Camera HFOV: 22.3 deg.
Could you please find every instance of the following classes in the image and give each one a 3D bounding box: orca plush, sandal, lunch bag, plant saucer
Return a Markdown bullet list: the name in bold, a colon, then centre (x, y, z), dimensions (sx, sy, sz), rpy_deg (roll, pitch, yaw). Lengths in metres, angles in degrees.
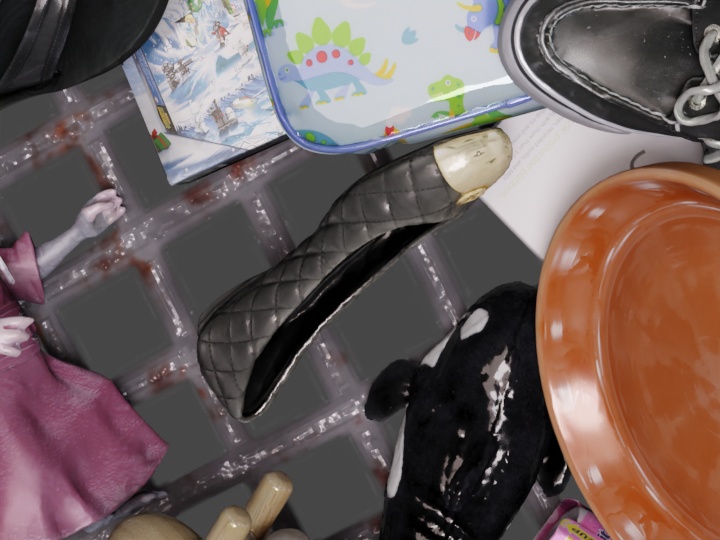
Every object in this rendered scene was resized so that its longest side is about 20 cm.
- **orca plush**: centre (0.033, 0.100, 0.868), dimensions (0.105, 0.071, 0.200), rpy_deg (41, 99, 4)
- **sandal**: centre (-0.169, -0.113, 0.870), dimensions (0.199, 0.048, 0.076), rpy_deg (-28, 88, 27)
- **lunch bag**: centre (0.045, -0.145, 0.805), dimensions (0.198, 0.082, 0.163), rpy_deg (-15, 92, 7)
- **plant saucer**: centre (0.149, 0.052, 0.779), dimensions (0.032, 0.200, 0.202), rpy_deg (-18, 91, -31)

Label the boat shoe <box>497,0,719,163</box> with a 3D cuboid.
- **boat shoe**: centre (0.154, -0.077, 0.729), dimensions (0.197, 0.068, 0.074), rpy_deg (18, 95, -2)

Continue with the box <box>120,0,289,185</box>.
- **box**: centre (-0.026, -0.143, 0.878), dimensions (0.198, 0.040, 0.138), rpy_deg (-22, 91, 9)

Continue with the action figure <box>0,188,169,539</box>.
- **action figure**: centre (-0.180, 0.043, 0.890), dimensions (0.148, 0.134, 0.201), rpy_deg (-27, 92, 28)

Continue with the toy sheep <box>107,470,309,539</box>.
- **toy sheep**: centre (-0.034, 0.179, 0.817), dimensions (0.199, 0.138, 0.138), rpy_deg (37, 98, 10)

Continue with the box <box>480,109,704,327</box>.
- **box**: centre (0.162, -0.029, 0.858), dimensions (0.200, 0.036, 0.144), rpy_deg (44, 98, 2)

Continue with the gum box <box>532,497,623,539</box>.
- **gum box**: centre (0.091, 0.219, 0.869), dimensions (0.113, 0.066, 0.201), rpy_deg (35, 98, 4)

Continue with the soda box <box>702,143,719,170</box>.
- **soda box**: centre (0.181, -0.104, 0.801), dimensions (0.063, 0.068, 0.203), rpy_deg (-3, 92, 5)

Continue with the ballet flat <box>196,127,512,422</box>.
- **ballet flat**: centre (0.000, 0.000, 0.855), dimensions (0.200, 0.066, 0.057), rpy_deg (-39, 66, 29)
